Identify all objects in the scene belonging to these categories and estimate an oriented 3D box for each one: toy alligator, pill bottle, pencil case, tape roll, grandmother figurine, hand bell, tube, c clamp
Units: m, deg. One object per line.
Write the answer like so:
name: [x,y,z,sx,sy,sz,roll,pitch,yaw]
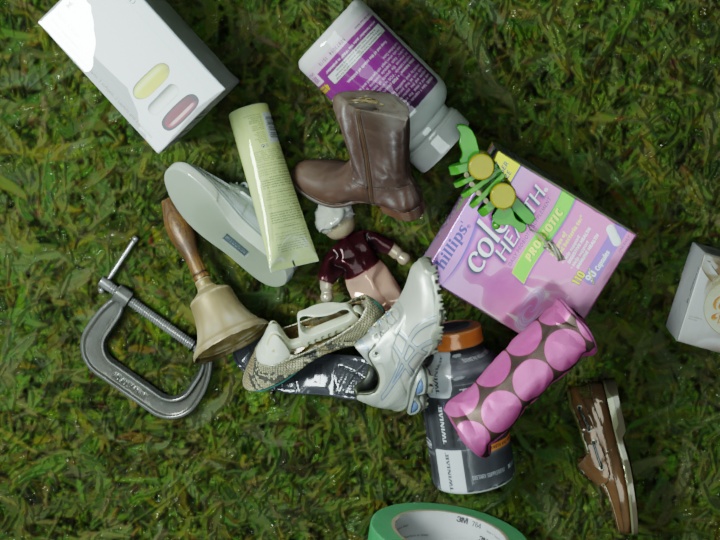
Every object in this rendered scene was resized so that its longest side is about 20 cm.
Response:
toy alligator: [0.157,-0.076,1.647,0.054,0.059,0.201,-36,98,8]
pill bottle: [0.127,0.165,1.771,0.105,0.106,0.202,-9,101,3]
pencil case: [0.188,0.126,1.672,0.200,0.094,0.091,-43,55,5]
tape roll: [0.107,0.343,1.758,0.198,0.201,0.049,9,102,-1]
grandmother figurine: [0.000,0.000,1.769,0.121,0.060,0.201,-29,97,-18]
hand bell: [-0.197,0.001,1.752,0.103,0.104,0.201,-27,79,6]
tube: [-0.109,-0.100,1.728,0.057,0.052,0.202,-18,87,0]
pill bottle: [0.031,-0.213,1.695,0.200,0.112,0.112,44,99,-6]
c clamp: [-0.263,0.086,1.803,0.200,0.027,0.171,41,99,-6]

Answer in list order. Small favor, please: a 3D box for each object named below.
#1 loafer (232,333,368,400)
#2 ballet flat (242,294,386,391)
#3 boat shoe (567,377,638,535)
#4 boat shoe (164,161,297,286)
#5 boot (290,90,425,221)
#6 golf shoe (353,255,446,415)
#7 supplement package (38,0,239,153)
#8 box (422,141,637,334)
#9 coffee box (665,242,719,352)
loafer: [-0.063,0.125,1.789,0.198,0.063,0.073,13,82,16]
ballet flat: [-0.066,0.078,1.725,0.198,0.068,0.075,-24,137,9]
boat shoe: [0.306,0.237,1.805,0.067,0.072,0.202,-11,91,7]
boat shoe: [-0.152,-0.068,1.754,0.201,0.072,0.070,43,138,-12]
boot: [-0.016,-0.147,1.657,0.185,0.201,0.065,13,62,20]
golf shoe: [0.043,0.078,1.679,0.096,0.078,0.202,3,113,-14]
supplement package: [-0.253,-0.254,1.670,0.111,0.156,0.200,-42,97,8]
box: [0.201,-0.027,1.736,0.199,0.097,0.177,31,100,-4]
coffee box: [0.490,0.051,1.753,0.198,0.080,0.115,16,101,-2]
